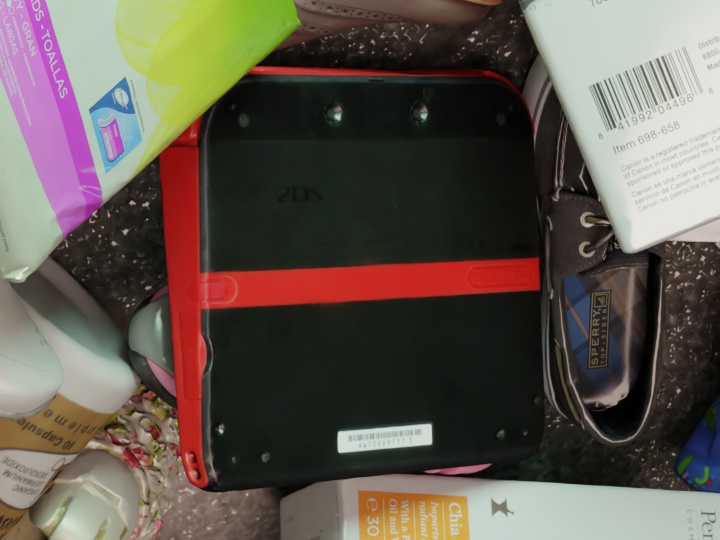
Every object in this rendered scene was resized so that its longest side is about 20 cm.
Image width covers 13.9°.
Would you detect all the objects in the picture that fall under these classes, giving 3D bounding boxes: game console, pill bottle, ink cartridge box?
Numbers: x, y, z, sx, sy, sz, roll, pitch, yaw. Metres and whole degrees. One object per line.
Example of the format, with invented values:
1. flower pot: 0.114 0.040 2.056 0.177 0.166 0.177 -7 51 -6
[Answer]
1. game console: 0.000 0.000 1.269 0.200 0.031 0.177 -3 92 -40
2. pill bottle: -0.198 0.080 1.268 0.114 0.114 0.200 38 100 -28
3. ink cartridge box: 0.138 -0.129 1.241 0.144 0.084 0.200 -22 98 5

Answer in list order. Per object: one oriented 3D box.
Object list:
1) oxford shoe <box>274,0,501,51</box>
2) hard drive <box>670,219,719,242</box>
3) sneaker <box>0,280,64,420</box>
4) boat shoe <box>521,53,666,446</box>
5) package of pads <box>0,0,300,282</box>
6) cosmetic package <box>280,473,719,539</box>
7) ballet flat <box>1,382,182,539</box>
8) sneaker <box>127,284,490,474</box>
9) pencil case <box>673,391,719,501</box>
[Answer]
1. oxford shoe: -0.038 -0.122 1.253 0.200 0.071 0.073 8 121 -11
2. hard drive: 0.199 -0.112 1.300 0.132 0.025 0.200 2 97 -2
3. sneaker: -0.180 -0.028 1.154 0.087 0.075 0.200 -37 96 14
4. boat shoe: 0.111 -0.010 1.346 0.070 0.066 0.200 -5 116 -15
5. package of pads: -0.112 -0.113 1.102 0.200 0.068 0.155 -47 132 -43
6. cosmetic package: 0.068 0.151 1.350 0.200 0.071 0.101 4 74 -24
7. ballet flat: -0.141 0.136 1.310 0.076 0.064 0.200 34 84 -7
8. sneaker: -0.032 0.054 1.312 0.200 0.095 0.079 19 70 -38
9. pencil case: 0.210 0.029 1.386 0.087 0.078 0.200 -12 124 -53
